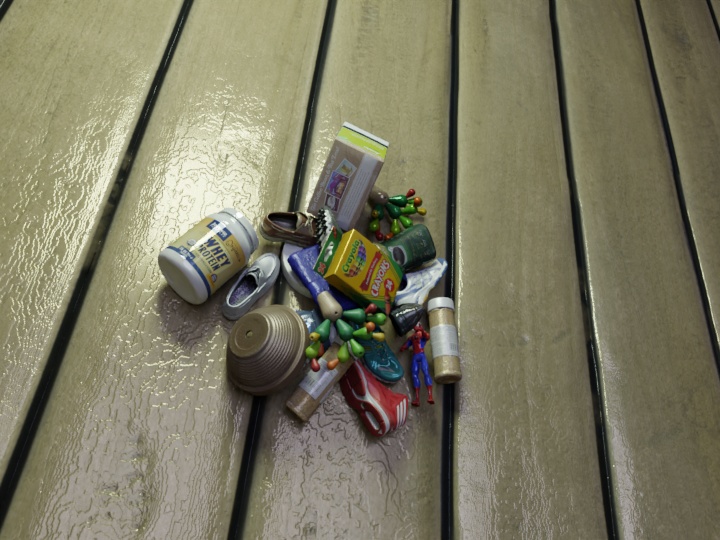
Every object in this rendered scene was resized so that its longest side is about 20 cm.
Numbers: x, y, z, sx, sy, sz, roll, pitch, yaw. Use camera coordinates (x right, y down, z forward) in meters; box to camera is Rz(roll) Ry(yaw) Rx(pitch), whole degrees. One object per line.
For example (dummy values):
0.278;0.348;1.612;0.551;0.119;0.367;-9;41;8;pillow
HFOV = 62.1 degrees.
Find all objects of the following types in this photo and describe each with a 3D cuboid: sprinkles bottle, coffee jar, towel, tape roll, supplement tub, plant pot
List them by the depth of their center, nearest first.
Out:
-0.213;0.153;1.268;0.198;0.093;0.204;-13;55;19;plant pot
-0.080;0.233;1.313;0.068;0.068;0.201;39;74;5;sprinkles bottle
-0.341;-0.038;1.359;0.144;0.145;0.200;40;57;6;supplement tub
-0.070;0.024;1.416;0.146;0.050;0.201;-19;57;-32;towel
0.205;0.170;1.467;0.067;0.068;0.203;6;60;-15;sprinkles bottle
-0.101;-0.025;1.498;0.199;0.037;0.206;8;60;-14;tape roll
0.090;-0.039;1.518;0.198;0.085;0.106;-23;96;-27;coffee jar

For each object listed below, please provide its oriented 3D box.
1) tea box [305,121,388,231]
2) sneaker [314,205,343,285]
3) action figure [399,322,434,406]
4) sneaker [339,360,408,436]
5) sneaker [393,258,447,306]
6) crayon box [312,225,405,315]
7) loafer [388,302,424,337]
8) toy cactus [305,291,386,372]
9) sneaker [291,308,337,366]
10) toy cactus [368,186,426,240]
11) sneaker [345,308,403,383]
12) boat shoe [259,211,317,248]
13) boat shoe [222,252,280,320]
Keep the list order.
-0.030;-0.237;1.502;0.132;0.202;0.197;24;26;-4;tea box
-0.051;-0.058;1.410;0.089;0.066;0.203;0;64;-31;sneaker
0.130;0.205;1.401;0.064;0.099;0.203;-13;61;22;action figure
0.034;0.281;1.371;0.114;0.078;0.202;1;52;-45;sneaker
0.150;0.024;1.535;0.088;0.076;0.200;37;56;5;sneaker
0.000;0.000;1.345;0.199;0.051;0.128;36;59;-24;crayon box
0.108;0.111;1.402;0.071;0.200;0.074;-28;91;-3;loafer
-0.045;0.115;1.276;0.198;0.103;0.166;-29;64;-13;toy cactus
-0.110;0.183;1.353;0.144;0.081;0.203;12;53;-7;sneaker
0.077;-0.173;1.609;0.199;0.103;0.165;-37;68;-23;toy cactus
0.032;0.177;1.407;0.077;0.080;0.201;-30;76;-30;sneaker
-0.146;-0.104;1.461;0.196;0.072;0.077;1;62;-18;boat shoe
-0.253;0.025;1.399;0.072;0.069;0.200;39;57;5;boat shoe
